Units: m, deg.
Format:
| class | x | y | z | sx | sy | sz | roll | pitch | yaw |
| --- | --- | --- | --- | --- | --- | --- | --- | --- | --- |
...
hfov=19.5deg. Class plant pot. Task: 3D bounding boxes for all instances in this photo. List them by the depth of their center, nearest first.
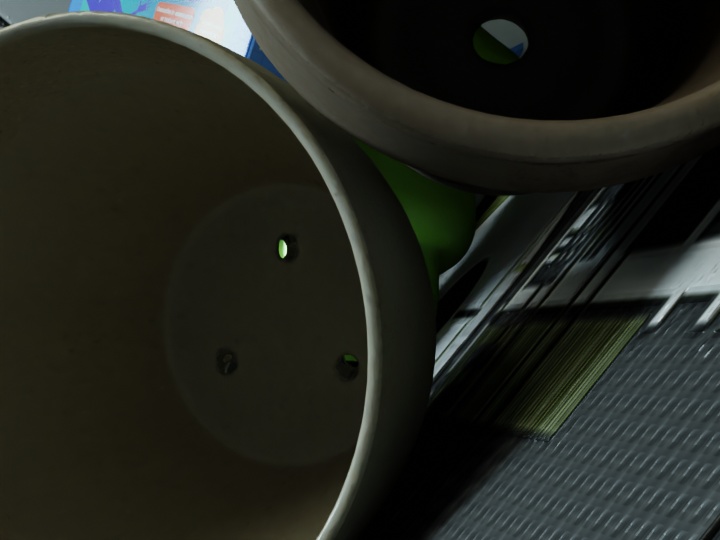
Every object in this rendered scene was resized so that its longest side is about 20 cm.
| class | x | y | z | sx | sy | sz | roll | pitch | yaw |
| --- | --- | --- | --- | --- | --- | --- | --- | --- | --- |
| plant pot | 0.052 | -0.101 | 0.659 | 0.200 | 0.200 | 0.175 | -51 | -11 | -14 |

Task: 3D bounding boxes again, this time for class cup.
| class | x | y | z | sx | sy | sz | roll | pitch | yaw |
| --- | --- | --- | --- | --- | --- | --- | --- | --- | --- |
| cup | -0.053 | 0.021 | 0.689 | 0.200 | 0.200 | 0.143 | -48 | -18 | 20 |

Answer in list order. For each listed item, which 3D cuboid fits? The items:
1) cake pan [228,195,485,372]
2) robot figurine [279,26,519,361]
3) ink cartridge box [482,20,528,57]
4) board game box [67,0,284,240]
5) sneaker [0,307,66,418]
| class | x | y | z | sx | sy | sz | roll | pitch | yaw |
| --- | --- | --- | --- | --- | --- | --- | --- | --- | --- |
| cake pan | 0.000 | 0.000 | 1.050 | 0.200 | 0.037 | 0.200 | -49 | 5 | 6 |
| robot figurine | -0.011 | -0.066 | 0.887 | 0.175 | 0.116 | 0.200 | 143 | 130 | -59 |
| ink cartridge box | 0.020 | -0.107 | 1.179 | 0.146 | 0.084 | 0.200 | -30 | -7 | -36 |
| board game box | -0.053 | -0.128 | 0.827 | 0.152 | 0.045 | 0.200 | 27 | 101 | 53 |
| sneaker | -0.115 | 0.079 | 0.818 | 0.087 | 0.074 | 0.200 | -40 | -45 | -37 |
